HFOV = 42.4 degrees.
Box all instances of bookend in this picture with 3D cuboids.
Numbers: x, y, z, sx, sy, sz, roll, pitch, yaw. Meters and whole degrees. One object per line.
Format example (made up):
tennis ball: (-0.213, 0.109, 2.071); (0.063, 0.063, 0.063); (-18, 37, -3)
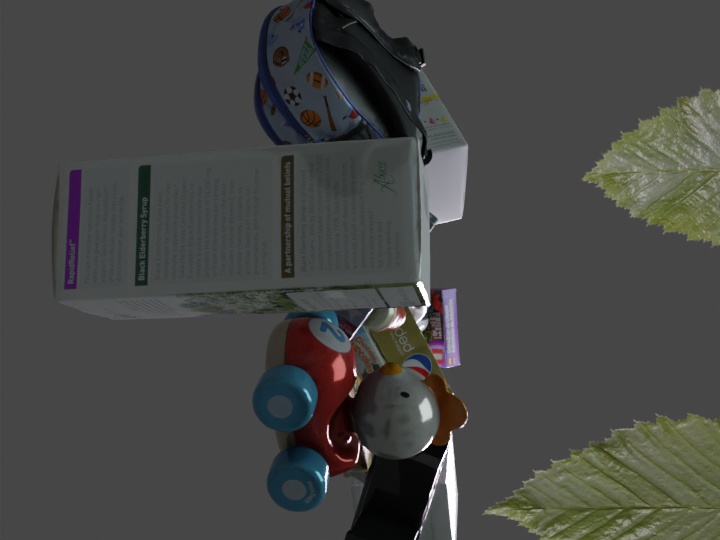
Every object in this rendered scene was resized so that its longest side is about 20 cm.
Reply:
bookend: (0.029, 0.301, 1.128); (0.200, 0.091, 0.200); (-27, 135, -76)

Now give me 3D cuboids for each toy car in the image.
toy car: (0.010, 0.130, 0.958); (0.185, 0.198, 0.178); (-75, 160, -67)

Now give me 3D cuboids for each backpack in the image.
backpack: (-0.025, -0.197, 0.965); (0.191, 0.153, 0.201); (50, 28, -40)

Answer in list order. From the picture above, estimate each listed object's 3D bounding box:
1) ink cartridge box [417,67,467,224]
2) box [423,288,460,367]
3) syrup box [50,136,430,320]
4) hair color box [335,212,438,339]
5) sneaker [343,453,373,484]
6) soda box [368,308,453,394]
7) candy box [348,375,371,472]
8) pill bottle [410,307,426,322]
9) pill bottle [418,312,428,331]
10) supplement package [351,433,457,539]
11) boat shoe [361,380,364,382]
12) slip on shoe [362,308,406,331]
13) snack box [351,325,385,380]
ink cartridge box: (0.055, -0.178, 1.373); (0.145, 0.144, 0.201); (87, -15, -46)
box: (0.098, 0.102, 1.700); (0.039, 0.199, 0.138); (-5, 92, -38)
syrup box: (-0.062, -0.019, 0.516); (0.079, 0.198, 0.082); (54, 35, -76)
hair color box: (0.009, 0.005, 1.105); (0.201, 0.060, 0.099); (-54, 177, 10)
sneaker: (0.006, 0.251, 1.317); (0.081, 0.088, 0.201); (64, 2, -74)
soda box: (0.056, 0.101, 1.303); (0.201, 0.064, 0.068); (63, -3, -25)
candy box: (-0.025, 0.193, 1.190); (0.200, 0.055, 0.116); (65, 22, -72)
pill bottle: (0.028, -0.016, 1.409); (0.111, 0.110, 0.201); (72, 5, -61)
pill bottle: (0.058, 0.056, 1.616); (0.120, 0.119, 0.202); (-33, 119, -81)
supplement package: (0.077, 0.358, 1.504); (0.200, 0.149, 0.153); (-70, 154, -70)
boat shoe: (0.029, 0.201, 1.509); (0.201, 0.070, 0.092); (-77, 163, -61)
slip on shoe: (0.000, 0.000, 1.221); (0.061, 0.074, 0.201); (25, 30, -54)
snack box: (0.021, 0.142, 1.279); (0.201, 0.037, 0.116); (62, -1, 2)
